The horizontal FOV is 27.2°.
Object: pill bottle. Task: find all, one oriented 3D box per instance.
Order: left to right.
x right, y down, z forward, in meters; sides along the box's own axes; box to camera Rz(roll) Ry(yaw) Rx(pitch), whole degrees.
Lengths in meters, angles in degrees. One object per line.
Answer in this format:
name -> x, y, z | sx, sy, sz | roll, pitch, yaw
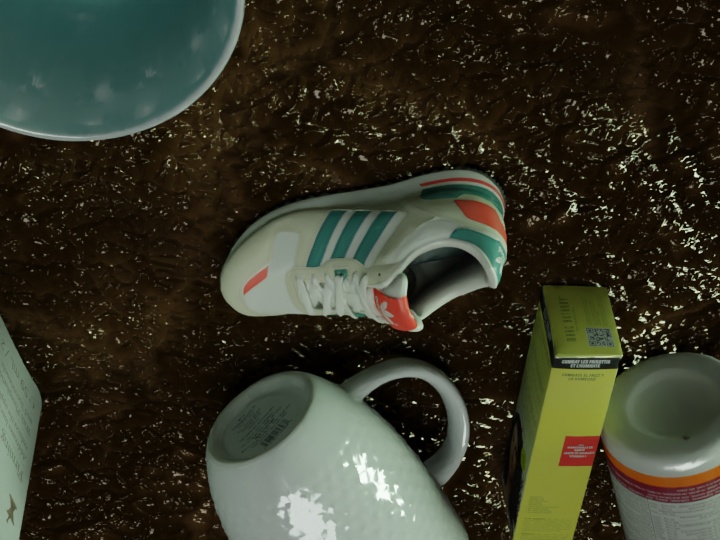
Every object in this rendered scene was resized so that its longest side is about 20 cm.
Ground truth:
pill bottle -> 0.243, 0.165, 1.096 | 0.109, 0.110, 0.201 | -13, 130, 9

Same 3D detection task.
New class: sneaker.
sneaker -> 0.001, 0.000, 0.955 | 0.198, 0.094, 0.071 | -15, 130, 10

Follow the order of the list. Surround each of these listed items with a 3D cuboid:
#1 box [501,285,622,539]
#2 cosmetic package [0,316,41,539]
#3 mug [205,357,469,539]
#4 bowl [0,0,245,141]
box -> 0.141, 0.109, 1.068 | 0.050, 0.076, 0.201 | 3, 129, -5
cosmetic package -> -0.320, 0.114, 0.967 | 0.165, 0.201, 0.168 | -10, 131, 6
mug -> -0.007, 0.147, 1.064 | 0.200, 0.148, 0.176 | -39, 119, -9
bowl -> -0.156, -0.179, 0.783 | 0.199, 0.105, 0.202 | 1, 132, 1
